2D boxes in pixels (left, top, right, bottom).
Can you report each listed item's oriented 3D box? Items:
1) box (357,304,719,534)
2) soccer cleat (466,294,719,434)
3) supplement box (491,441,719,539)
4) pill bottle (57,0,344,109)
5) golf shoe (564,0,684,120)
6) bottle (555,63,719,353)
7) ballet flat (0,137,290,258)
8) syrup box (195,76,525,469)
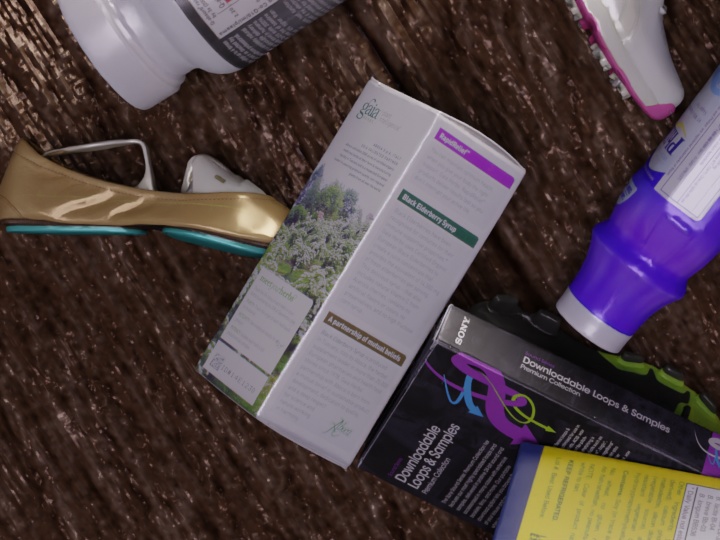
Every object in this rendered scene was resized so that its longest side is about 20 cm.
[{"bbox_3d":[0.111,0.110,1.287,0.199,0.036,0.143,25,140,-4],"label":"box"},{"bbox_3d":[0.136,0.086,1.324,0.200,0.065,0.084,29,133,-5],"label":"soccer cleat"},{"bbox_3d":[0.172,0.186,1.230,0.199,0.109,0.110,10,139,14],"label":"supplement box"},{"bbox_3d":[-0.066,-0.183,1.250,0.200,0.116,0.117,-32,97,11],"label":"pill bottle"},{"bbox_3d":[0.148,-0.184,1.249,0.091,0.075,0.201,-25,100,8],"label":"golf shoe"},{"bbox_3d":[0.188,-0.044,1.269,0.065,0.084,0.200,36,104,-1],"label":"bottle"},{"bbox_3d":[-0.117,-0.044,1.313,0.199,0.069,0.063,6,88,4],"label":"ballet flat"},{"bbox_3d":[0.000,0.000,1.265,0.081,0.079,0.200,32,90,-37],"label":"syrup box"}]
